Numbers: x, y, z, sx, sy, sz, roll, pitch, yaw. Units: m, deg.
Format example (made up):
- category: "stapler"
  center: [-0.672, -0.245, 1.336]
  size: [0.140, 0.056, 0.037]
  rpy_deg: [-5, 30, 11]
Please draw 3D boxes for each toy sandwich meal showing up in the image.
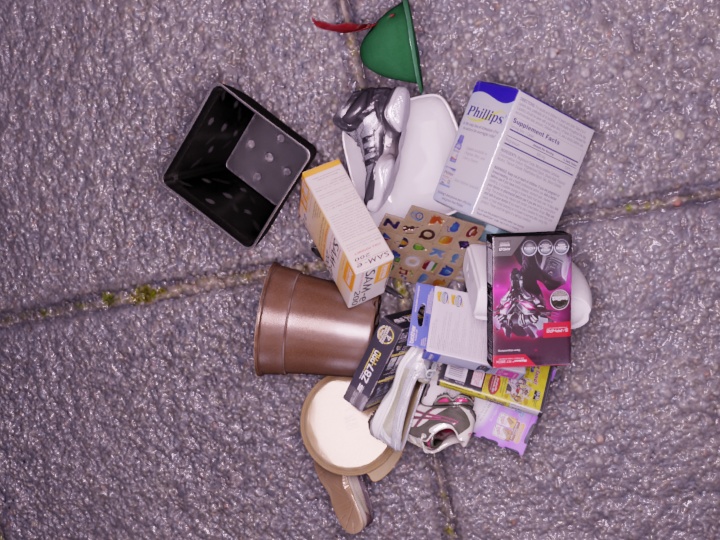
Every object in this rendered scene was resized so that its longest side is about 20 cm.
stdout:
- category: "toy sandwich meal"
  center: [-0.010, 0.278, 1.708]
  size: [0.201, 0.070, 0.209]
  rpy_deg: [0, 79, 2]

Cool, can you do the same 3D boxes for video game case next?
- category: "video game case"
  center: [0.238, 0.124, 1.576]
  size: [0.178, 0.026, 0.202]
  rpy_deg: [16, 65, 7]

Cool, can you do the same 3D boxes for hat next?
- category: "hat"
  center: [0.005, -0.353, 1.526]
  size: [0.173, 0.200, 0.169]
  rpy_deg: [-9, 97, 7]

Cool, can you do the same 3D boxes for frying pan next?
- category: "frying pan"
  center: [-0.011, -0.008, 1.622]
  size: [0.189, 0.115, 0.031]
  rpy_deg: [18, 75, 50]

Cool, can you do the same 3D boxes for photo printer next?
- category: "photo printer"
  center: [0.272, 0.025, 1.525]
  size: [0.196, 0.167, 0.070]
  rpy_deg: [7, 118, -4]

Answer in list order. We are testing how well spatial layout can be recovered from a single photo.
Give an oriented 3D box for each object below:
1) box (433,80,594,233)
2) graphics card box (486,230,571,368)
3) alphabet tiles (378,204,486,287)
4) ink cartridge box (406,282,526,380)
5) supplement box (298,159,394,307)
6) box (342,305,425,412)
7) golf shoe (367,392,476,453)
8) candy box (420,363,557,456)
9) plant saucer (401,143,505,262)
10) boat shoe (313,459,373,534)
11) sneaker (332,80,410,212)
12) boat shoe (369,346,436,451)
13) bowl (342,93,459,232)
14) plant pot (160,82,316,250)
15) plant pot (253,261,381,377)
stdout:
- category: "box"
  center: [0.239, -0.166, 1.479]
  size: [0.105, 0.182, 0.203]
  rpy_deg: [30, 100, 53]
- category: "graphics card box"
  center: [0.253, 0.044, 1.421]
  size: [0.123, 0.051, 0.204]
  rpy_deg: [-1, 98, -3]
- category: "alphabet tiles"
  center: [0.115, -0.035, 1.590]
  size: [0.197, 0.006, 0.167]
  rpy_deg: [15, 134, -14]
- category: "ink cartridge box"
  center: [0.175, 0.098, 1.538]
  size: [0.197, 0.042, 0.121]
  rpy_deg: [14, 62, -5]
- category: "supplement box"
  center: [-0.028, -0.060, 1.542]
  size: [0.073, 0.127, 0.202]
  rpy_deg: [-22, 67, -17]
- category: "box"
  center: [0.065, 0.145, 1.604]
  size: [0.049, 0.199, 0.163]
  rpy_deg: [31, 109, 22]
- category: "golf shoe"
  center: [0.098, 0.263, 1.599]
  size: [0.197, 0.089, 0.078]
  rpy_deg: [-14, 128, 23]
- category: "candy box"
  center: [0.221, 0.199, 1.642]
  size: [0.197, 0.072, 0.170]
  rpy_deg: [22, 107, 9]
- category: "plant saucer"
  center: [0.169, -0.116, 1.612]
  size: [0.197, 0.027, 0.204]
  rpy_deg: [3, 102, 15]
- category: "boat shoe"
  center: [-0.030, 0.384, 1.754]
  size: [0.071, 0.064, 0.202]
  rpy_deg: [-30, 74, 27]
- category: "sneaker"
  center: [0.009, -0.201, 1.510]
  size: [0.112, 0.075, 0.203]
  rpy_deg: [14, 99, 12]
- category: "boat shoe"
  center: [0.087, 0.197, 1.563]
  size: [0.064, 0.074, 0.204]
  rpy_deg: [28, 88, 24]
- category: "bowl"
  center: [0.085, -0.178, 1.569]
  size: [0.197, 0.075, 0.203]
  rpy_deg: [-15, 97, 18]
- category: "plant pot"
  center: [-0.187, -0.185, 1.615]
  size: [0.199, 0.177, 0.201]
  rpy_deg: [36, 108, 4]
- category: "plant pot"
  center: [-0.069, 0.098, 1.644]
  size: [0.195, 0.200, 0.204]
  rpy_deg: [8, 104, 6]
